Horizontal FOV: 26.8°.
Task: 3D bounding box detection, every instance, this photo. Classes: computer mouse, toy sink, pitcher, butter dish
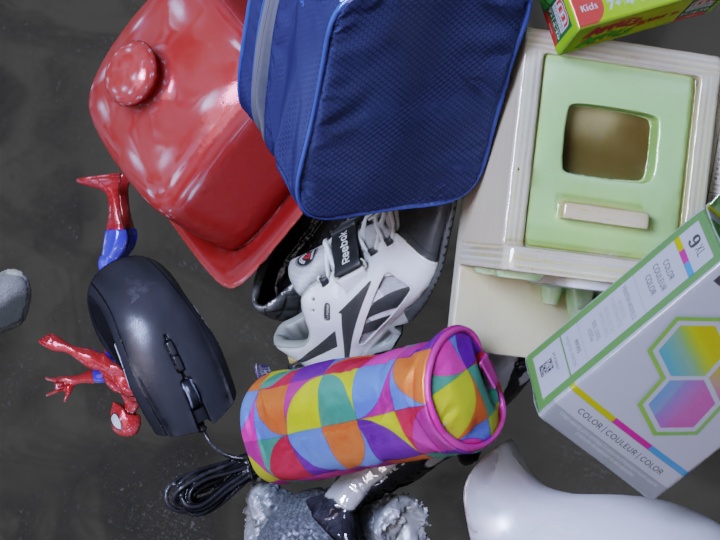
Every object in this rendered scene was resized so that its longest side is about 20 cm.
[{"bbox_3d":[-0.107,0.065,1.106,0.140,0.046,0.201,-21,79,-18],"label":"computer mouse"},{"bbox_3d":[0.138,-0.039,0.949,0.130,0.112,0.201,7,91,-12],"label":"toy sink"},{"bbox_3d":[0.164,0.224,1.012,0.199,0.121,0.173,20,122,31],"label":"pitcher"},{"bbox_3d":[-0.115,-0.122,1.052,0.200,0.147,0.200,-50,58,20],"label":"butter dish"}]

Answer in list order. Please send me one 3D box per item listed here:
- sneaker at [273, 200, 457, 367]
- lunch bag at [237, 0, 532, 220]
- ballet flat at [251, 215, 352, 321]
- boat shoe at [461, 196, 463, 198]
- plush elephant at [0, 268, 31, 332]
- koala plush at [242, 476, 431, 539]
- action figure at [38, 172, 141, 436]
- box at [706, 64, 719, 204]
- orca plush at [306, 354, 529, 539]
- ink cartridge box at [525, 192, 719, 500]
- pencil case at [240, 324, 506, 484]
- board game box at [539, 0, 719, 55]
[{"bbox_3d":[0.000,0.000,1.033,0.088,0.074,0.201,20,124,-13],"label":"sneaker"},{"bbox_3d":[0.005,-0.135,0.920,0.201,0.135,0.133,106,147,-41],"label":"lunch bag"},{"bbox_3d":[-0.017,-0.050,1.082,0.066,0.057,0.201,30,104,19],"label":"ballet flat"},{"bbox_3d":[0.083,-0.088,1.038,0.064,0.071,0.201,-21,96,55],"label":"boat shoe"},{"bbox_3d":[-0.388,0.065,1.204,0.154,0.199,0.166,26,113,37],"label":"plush elephant"},{"bbox_3d":[-0.037,0.249,1.085,0.176,0.184,0.201,-1,74,28],"label":"koala plush"},{"bbox_3d":[-0.213,0.031,1.165,0.098,0.065,0.201,-8,92,4],"label":"action figure"},{"bbox_3d":[0.258,-0.025,0.957,0.094,0.078,0.201,13,100,21],"label":"box"},{"bbox_3d":[0.060,0.122,1.053,0.071,0.105,0.200,45,77,-25],"label":"orca plush"},{"bbox_3d":[0.204,0.035,0.885,0.104,0.059,0.200,37,113,-25],"label":"ink cartridge box"},{"bbox_3d":[0.005,0.091,1.004,0.199,0.088,0.089,-14,90,46],"label":"pencil case"},{"bbox_3d":[0.135,-0.239,0.889,0.101,0.048,0.201,-17,82,-10],"label":"board game box"}]
